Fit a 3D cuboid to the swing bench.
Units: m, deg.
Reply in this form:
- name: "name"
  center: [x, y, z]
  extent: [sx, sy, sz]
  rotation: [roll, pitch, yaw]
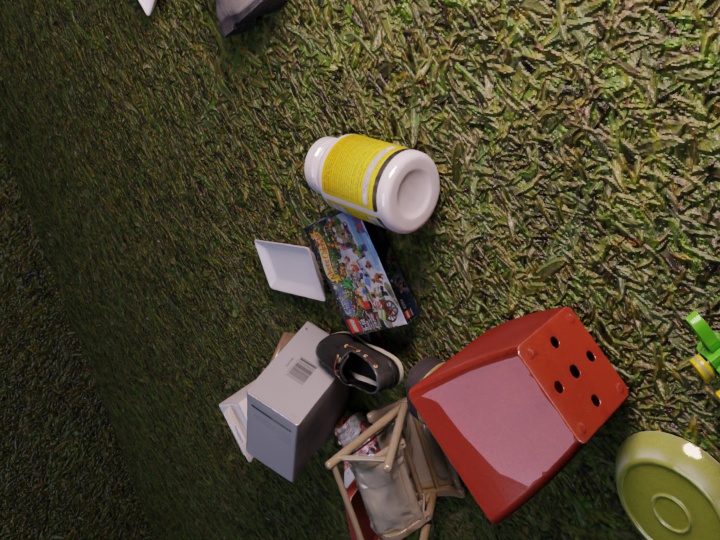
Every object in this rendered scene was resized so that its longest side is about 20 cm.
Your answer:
- name: "swing bench"
  center: [0.067, 0.350, 1.414]
  extent: [0.127, 0.200, 0.203]
  rotation: [-6, 112, 34]

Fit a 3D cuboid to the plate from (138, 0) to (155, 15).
- name: "plate"
  center: [-0.395, -0.594, 1.497]
  extent: [0.203, 0.032, 0.199]
  rotation: [60, 150, 1]

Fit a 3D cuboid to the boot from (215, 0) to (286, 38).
- name: "boot"
  center: [-0.185, -0.447, 1.279]
  extent: [0.198, 0.069, 0.135]
  rotation: [-9, 103, 53]

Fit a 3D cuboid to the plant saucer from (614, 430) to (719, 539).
- name: "plant saucer"
  center: [0.398, 0.299, 1.059]
  extent: [0.199, 0.031, 0.203]
  rotation: [37, 141, 36]

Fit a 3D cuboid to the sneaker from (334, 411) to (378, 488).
- name: "sneaker"
  center: [-0.011, 0.361, 1.684]
  extent: [0.108, 0.067, 0.203]
  rotation: [49, 144, 19]

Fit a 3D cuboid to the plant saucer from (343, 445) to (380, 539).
- name: "plant saucer"
  center: [0.033, 0.415, 1.529]
  extent: [0.036, 0.200, 0.204]
  rotation: [12, 127, 30]

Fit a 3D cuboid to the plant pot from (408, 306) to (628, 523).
- name: "plant pot"
  center: [0.217, 0.163, 1.073]
  extent: [0.202, 0.198, 0.176]
  rotation: [55, 138, 8]

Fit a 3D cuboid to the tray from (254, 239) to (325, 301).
- name: "tray"
  center: [-0.131, -0.006, 1.599]
  extent: [0.198, 0.022, 0.110]
  rotation: [10, 124, 52]

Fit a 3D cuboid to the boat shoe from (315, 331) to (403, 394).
- name: "boat shoe"
  center: [-0.015, 0.157, 1.441]
  extent: [0.199, 0.062, 0.076]
  rotation: [17, 115, 47]

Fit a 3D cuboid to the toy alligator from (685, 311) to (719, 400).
- name: "toy alligator"
  center: [0.410, 0.127, 0.884]
  extent: [0.201, 0.059, 0.054]
  rotation: [53, -170, 11]

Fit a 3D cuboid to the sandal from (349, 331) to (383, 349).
- name: "sandal"
  center: [0.013, 0.114, 1.476]
  extent: [0.074, 0.044, 0.205]
  rotation: [6, 106, 47]

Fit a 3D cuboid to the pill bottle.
- name: "pill bottle"
  center: [0.010, -0.131, 1.200]
  extent: [0.198, 0.111, 0.115]
  rotation: [24, 134, 45]

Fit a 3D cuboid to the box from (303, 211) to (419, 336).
- name: "box"
  center: [0.000, 0.000, 1.367]
  extent: [0.135, 0.037, 0.204]
  rotation: [-17, 101, 45]

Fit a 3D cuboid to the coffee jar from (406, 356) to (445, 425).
- name: "coffee jar"
  center: [0.157, 0.219, 1.296]
  extent: [0.198, 0.085, 0.106]
  rotation: [31, 142, 38]

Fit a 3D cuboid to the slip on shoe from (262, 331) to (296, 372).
- name: "slip on shoe"
  center: [-0.172, 0.217, 1.682]
  extent: [0.060, 0.203, 0.076]
  rotation: [24, 171, 18]

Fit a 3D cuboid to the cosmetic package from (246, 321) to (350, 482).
- name: "cosmetic package"
  center: [-0.114, 0.250, 1.593]
  extent: [0.121, 0.200, 0.202]
  rotation: [29, 140, 16]

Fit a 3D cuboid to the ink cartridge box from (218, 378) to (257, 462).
- name: "ink cartridge box"
  center: [-0.193, 0.296, 1.766]
  extent: [0.124, 0.198, 0.131]
  rotation: [-17, 102, 58]
